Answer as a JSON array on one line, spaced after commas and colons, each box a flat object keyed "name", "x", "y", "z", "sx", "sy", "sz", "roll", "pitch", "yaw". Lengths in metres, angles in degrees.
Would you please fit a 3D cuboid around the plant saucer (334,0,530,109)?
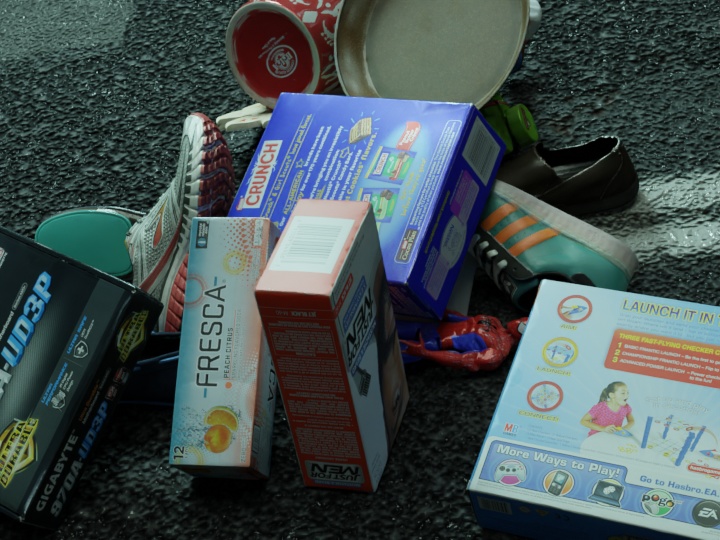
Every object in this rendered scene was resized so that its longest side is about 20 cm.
[{"name": "plant saucer", "x": 0.067, "y": -0.215, "z": 1.448, "sx": 0.200, "sy": 0.032, "sz": 0.201, "roll": -7, "pitch": 76, "yaw": 31}]

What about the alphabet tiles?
[{"name": "alphabet tiles", "x": -0.034, "y": -0.157, "z": 1.570, "sx": 0.199, "sy": 0.015, "sz": 0.196, "roll": -3, "pitch": 14, "yaw": 27}]

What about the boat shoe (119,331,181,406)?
[{"name": "boat shoe", "x": -0.210, "y": 0.067, "z": 1.365, "sx": 0.199, "sy": 0.069, "sz": 0.084, "roll": -4, "pitch": 40, "yaw": 8}]

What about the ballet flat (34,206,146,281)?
[{"name": "ballet flat", "x": -0.193, "y": -0.024, "z": 1.478, "sx": 0.199, "sy": 0.073, "sz": 0.073, "roll": -2, "pitch": 40, "yaw": 12}]

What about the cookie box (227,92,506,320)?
[{"name": "cookie box", "x": -0.002, "y": -0.058, "z": 1.368, "sx": 0.199, "sy": 0.075, "sz": 0.172, "roll": 8, "pitch": 67, "yaw": 34}]

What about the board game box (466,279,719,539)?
[{"name": "board game box", "x": 0.204, "y": 0.113, "z": 1.207, "sx": 0.199, "sy": 0.056, "sz": 0.196, "roll": 10, "pitch": 55, "yaw": 22}]

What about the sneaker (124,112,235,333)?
[{"name": "sneaker", "x": -0.163, "y": -0.038, "z": 1.399, "sx": 0.082, "sy": 0.078, "sz": 0.201, "roll": 12, "pitch": 86, "yaw": 16}]

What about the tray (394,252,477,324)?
[{"name": "tray", "x": 0.000, "y": 0.000, "z": 1.425, "sx": 0.199, "sy": 0.022, "sz": 0.108, "roll": 3, "pitch": 50, "yaw": 15}]

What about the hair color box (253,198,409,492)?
[{"name": "hair color box", "x": -0.017, "y": 0.058, "z": 1.233, "sx": 0.064, "sy": 0.200, "sz": 0.111, "roll": 4, "pitch": 41, "yaw": 17}]

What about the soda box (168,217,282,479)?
[{"name": "soda box", "x": -0.102, "y": 0.061, "z": 1.281, "sx": 0.068, "sy": 0.064, "sz": 0.201, "roll": 1, "pitch": 74, "yaw": 12}]

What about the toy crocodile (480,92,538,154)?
[{"name": "toy crocodile", "x": 0.109, "y": -0.128, "z": 1.491, "sx": 0.067, "sy": 0.062, "sz": 0.200, "roll": -24, "pitch": 1, "yaw": 25}]

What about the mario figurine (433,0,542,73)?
[{"name": "mario figurine", "x": 0.107, "y": -0.225, "z": 1.553, "sx": 0.106, "sy": 0.124, "sz": 0.200, "roll": 39, "pitch": 12, "yaw": 5}]

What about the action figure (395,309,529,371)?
[{"name": "action figure", "x": 0.049, "y": 0.057, "z": 1.344, "sx": 0.199, "sy": 0.052, "sz": 0.066, "roll": -3, "pitch": 35, "yaw": 4}]

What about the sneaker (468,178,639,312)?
[{"name": "sneaker", "x": 0.129, "y": -0.017, "z": 1.376, "sx": 0.199, "sy": 0.071, "sz": 0.080, "roll": 24, "pitch": 68, "yaw": 18}]

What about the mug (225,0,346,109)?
[{"name": "mug", "x": -0.035, "y": -0.221, "z": 1.593, "sx": 0.133, "sy": 0.178, "sz": 0.200, "roll": 28, "pitch": 37, "yaw": 18}]

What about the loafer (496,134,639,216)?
[{"name": "loafer", "x": 0.150, "y": -0.083, "z": 1.465, "sx": 0.199, "sy": 0.072, "sz": 0.073, "roll": -15, "pitch": 40, "yaw": -5}]

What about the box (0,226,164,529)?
[{"name": "box", "x": -0.265, "y": 0.083, "z": 1.299, "sx": 0.159, "sy": 0.046, "sz": 0.201, "roll": 23, "pitch": 84, "yaw": 32}]
